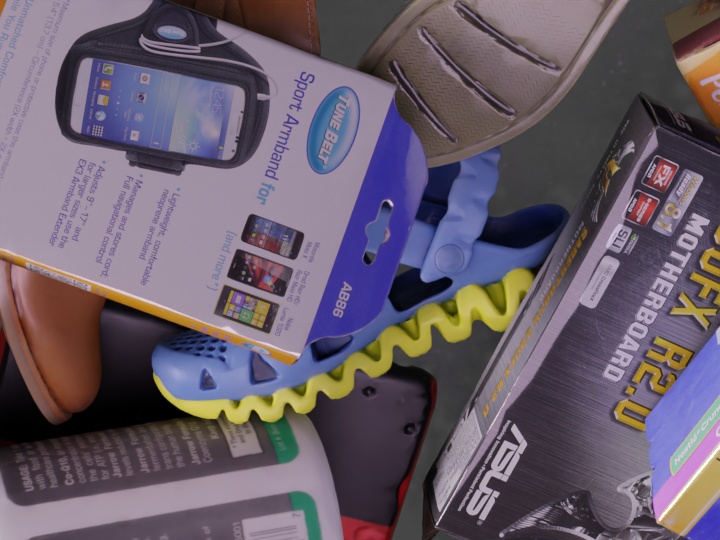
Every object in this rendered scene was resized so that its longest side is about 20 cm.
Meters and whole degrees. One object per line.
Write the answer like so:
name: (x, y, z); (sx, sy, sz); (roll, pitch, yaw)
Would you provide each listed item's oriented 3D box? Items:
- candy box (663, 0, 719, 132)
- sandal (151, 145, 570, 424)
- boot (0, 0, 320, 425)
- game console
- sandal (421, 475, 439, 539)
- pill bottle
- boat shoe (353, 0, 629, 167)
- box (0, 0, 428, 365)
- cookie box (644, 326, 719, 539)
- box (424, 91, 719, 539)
candy box: (0.227, -0.046, 1.181); (0.115, 0.055, 0.200); (-27, 113, 11)
sandal: (0.000, 0.000, 1.184); (0.200, 0.079, 0.087); (-24, 111, -8)
boot: (-0.083, -0.037, 1.170); (0.155, 0.077, 0.200); (-7, 100, -4)
game console: (-0.081, 0.102, 1.264); (0.200, 0.031, 0.177); (13, 109, -8)
sandal: (0.063, 0.090, 1.241); (0.057, 0.080, 0.201); (28, 108, 9)
pill bottle: (-0.114, 0.125, 1.174); (0.200, 0.113, 0.113); (-8, 116, -14)
boat shoe: (0.072, -0.121, 1.135); (0.200, 0.068, 0.075); (-41, 107, 19)
box: (-0.077, -0.043, 1.099); (0.200, 0.041, 0.119); (21, 82, -6)
cookie box: (0.242, 0.064, 1.092); (0.200, 0.075, 0.171); (27, 118, -14)
box: (0.141, 0.047, 1.157); (0.158, 0.048, 0.200); (25, 108, -13)
